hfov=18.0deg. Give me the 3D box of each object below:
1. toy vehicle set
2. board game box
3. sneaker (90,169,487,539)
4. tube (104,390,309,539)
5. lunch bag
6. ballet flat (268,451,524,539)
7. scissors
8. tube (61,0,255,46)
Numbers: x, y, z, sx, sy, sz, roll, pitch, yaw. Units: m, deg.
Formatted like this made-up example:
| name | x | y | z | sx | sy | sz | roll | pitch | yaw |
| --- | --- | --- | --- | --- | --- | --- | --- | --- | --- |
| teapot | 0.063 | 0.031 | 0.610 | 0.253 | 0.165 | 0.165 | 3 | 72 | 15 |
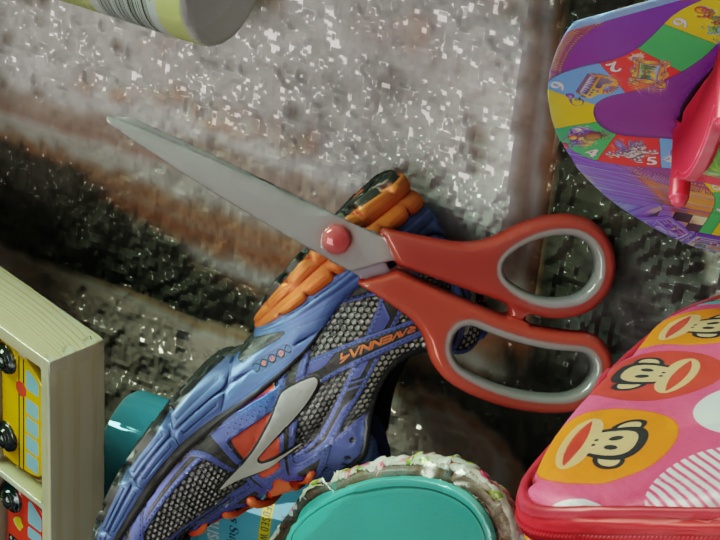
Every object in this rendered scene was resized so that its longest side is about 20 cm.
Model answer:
| name | x | y | z | sx | sy | sz | roll | pitch | yaw |
| --- | --- | --- | --- | --- | --- | --- | --- | --- | --- |
| toy vehicle set | -0.152 | 0.089 | 0.912 | 0.124 | 0.026 | 0.201 | 30 | 129 | 37 |
| board game box | 0.153 | -0.033 | 0.694 | 0.199 | 0.039 | 0.158 | -13 | 144 | 34 |
| sneaker | -0.029 | 0.059 | 0.849 | 0.078 | 0.075 | 0.200 | 42 | 103 | 0 |
| tube | -0.009 | 0.102 | 0.901 | 0.199 | 0.050 | 0.078 | 18 | 130 | 18 |
| lunch bag | 0.155 | 0.066 | 0.693 | 0.175 | 0.200 | 0.083 | -1 | 109 | 28 |
| ballet flat | -0.004 | 0.115 | 0.842 | 0.200 | 0.064 | 0.076 | -36 | 82 | 39 |
| scissors | 0.000 | 0.000 | 0.806 | 0.198 | 0.014 | 0.074 | 13 | 98 | -11 |
| tube | -0.129 | -0.138 | 0.877 | 0.199 | 0.052 | 0.058 | 20 | 86 | 29 |
